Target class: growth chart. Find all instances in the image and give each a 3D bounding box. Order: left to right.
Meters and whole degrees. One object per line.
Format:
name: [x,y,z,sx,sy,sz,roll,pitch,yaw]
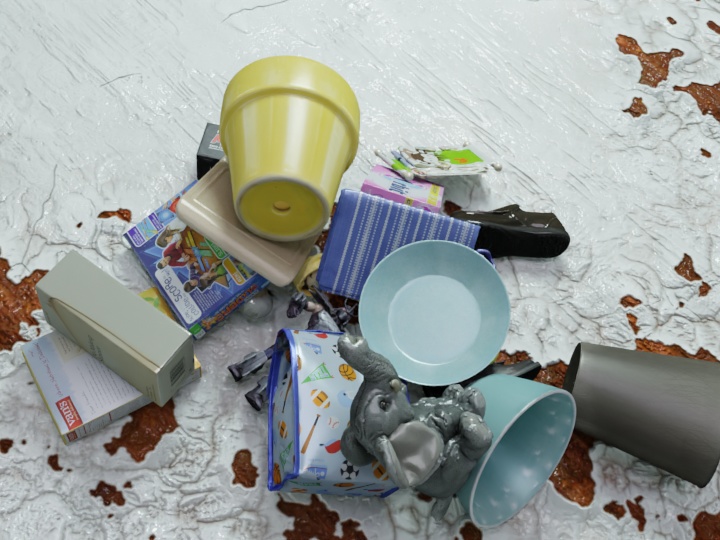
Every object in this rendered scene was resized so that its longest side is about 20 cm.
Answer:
growth chart: [0.120,-0.173,1.453,0.197,0.018,0.145,-8,28,-28]

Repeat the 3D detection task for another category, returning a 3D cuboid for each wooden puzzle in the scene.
wooden puzzle: [-0.151,-0.071,1.309,0.184,0.037,0.201,34,31,-5]

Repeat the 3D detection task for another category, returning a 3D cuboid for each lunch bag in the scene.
lunch bag: [-0.029,0.177,1.181,0.168,0.124,0.203,8,64,-25]

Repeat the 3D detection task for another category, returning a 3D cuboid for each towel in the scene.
towel: [0.049,-0.019,1.266,0.197,0.147,0.024,15,15,-4]

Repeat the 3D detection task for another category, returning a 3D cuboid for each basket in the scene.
basket: [0.377,0.180,1.258,0.197,0.137,0.182,15,53,6]

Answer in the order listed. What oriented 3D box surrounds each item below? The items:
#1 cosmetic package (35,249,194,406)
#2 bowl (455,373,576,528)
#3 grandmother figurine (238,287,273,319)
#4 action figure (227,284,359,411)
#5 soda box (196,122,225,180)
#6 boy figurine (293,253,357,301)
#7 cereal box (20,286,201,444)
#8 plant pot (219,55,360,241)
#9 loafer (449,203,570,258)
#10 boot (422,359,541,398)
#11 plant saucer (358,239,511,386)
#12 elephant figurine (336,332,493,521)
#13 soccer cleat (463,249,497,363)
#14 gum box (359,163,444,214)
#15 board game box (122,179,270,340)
cosmetic package: [-0.310,0.074,1.186,0.198,0.104,0.073,32,59,13]
bowl: [0.172,0.213,1.185,0.200,0.203,0.105,-35,48,-26]
grandmother figurine: [-0.167,-0.017,1.341,0.119,0.061,0.202,-14,58,-7]
action figure: [-0.079,0.105,1.264,0.199,0.069,0.131,-36,87,-17]
soda box: [-0.149,-0.163,1.431,0.197,0.064,0.072,12,57,-1]
boy figurine: [0.000,0.000,1.316,0.196,0.126,0.065,2,44,-1]
cereal box: [-0.330,0.122,1.238,0.198,0.040,0.145,-25,65,-21]
plant pot: [-0.100,-0.153,1.267,0.197,0.202,0.191,6,53,-5]
loafer: [0.220,-0.063,1.428,0.196,0.074,0.072,7,47,-10]
boot: [0.138,0.110,1.304,0.197,0.070,0.175,-13,53,-25]
plant saucer: [0.096,0.059,1.218,0.197,0.039,0.204,-2,65,4]
elephant figurine: [0.039,0.181,1.064,0.197,0.142,0.157,12,50,-31]
soccer cleat: [0.162,0.047,1.280,0.064,0.085,0.201,11,36,-3]
gum box: [0.058,-0.097,1.362,0.112,0.067,0.200,18,16,2]
board game box: [-0.231,-0.018,1.305,0.135,0.035,0.201,-36,60,-6]
